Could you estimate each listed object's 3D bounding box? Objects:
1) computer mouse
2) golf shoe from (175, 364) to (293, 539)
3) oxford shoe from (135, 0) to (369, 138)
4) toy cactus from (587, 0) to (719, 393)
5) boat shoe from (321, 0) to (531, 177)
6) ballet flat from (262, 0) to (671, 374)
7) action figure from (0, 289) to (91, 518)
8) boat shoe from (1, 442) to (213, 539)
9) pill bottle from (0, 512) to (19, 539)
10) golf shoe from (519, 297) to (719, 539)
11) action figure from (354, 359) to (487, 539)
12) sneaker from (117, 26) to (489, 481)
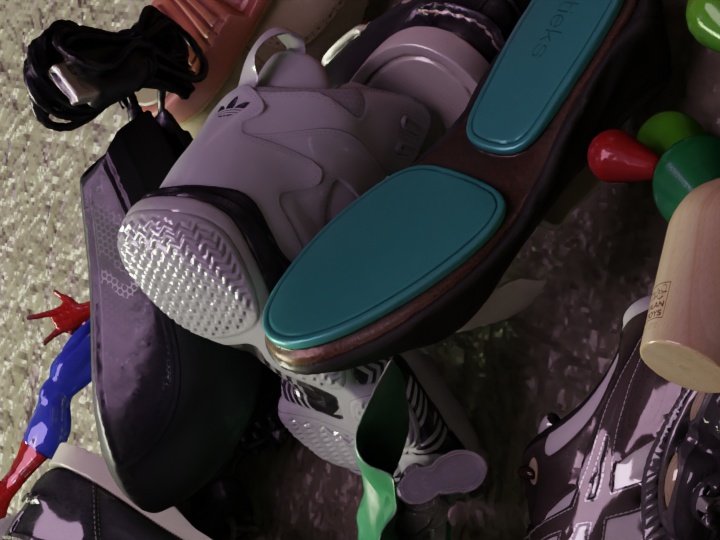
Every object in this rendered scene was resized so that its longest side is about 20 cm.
[{"bbox_3d":[-0.074,-0.003,0.898,0.052,0.138,0.201,-3,99,18],"label":"computer mouse"},{"bbox_3d":[-0.072,0.053,1.020,0.095,0.077,0.201,53,124,41],"label":"golf shoe"},{"bbox_3d":[-0.021,-0.137,0.989,0.200,0.074,0.071,-49,44,11],"label":"oxford shoe"},{"bbox_3d":[0.130,-0.043,0.731,0.200,0.102,0.166,-12,46,56],"label":"toy cactus"},{"bbox_3d":[0.008,-0.066,0.945,0.060,0.074,0.200,-53,7,-31],"label":"boat shoe"},{"bbox_3d":[0.049,-0.024,0.820,0.200,0.068,0.068,-47,42,-13],"label":"ballet flat"},{"bbox_3d":[-0.122,0.029,1.058,0.200,0.052,0.065,-49,-2,-3],"label":"action figure"},{"bbox_3d":[-0.063,0.152,0.945,0.199,0.068,0.072,32,158,13],"label":"boat shoe"},{"bbox_3d":[-0.132,0.211,1.009,0.112,0.112,0.201,-33,78,45],"label":"pill bottle"},{"bbox_3d":[0.092,0.104,0.800,0.094,0.078,0.201,37,104,49],"label":"golf shoe"},{"bbox_3d":[0.018,0.112,0.850,0.200,0.054,0.119,104,169,-76],"label":"action figure"},{"bbox_3d":[0.000,0.000,0.880,0.075,0.200,0.115,1,56,46],"label":"sneaker"}]
